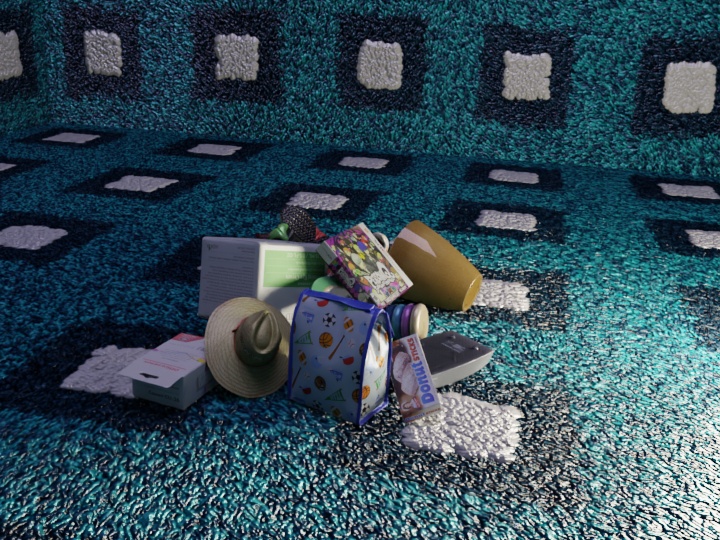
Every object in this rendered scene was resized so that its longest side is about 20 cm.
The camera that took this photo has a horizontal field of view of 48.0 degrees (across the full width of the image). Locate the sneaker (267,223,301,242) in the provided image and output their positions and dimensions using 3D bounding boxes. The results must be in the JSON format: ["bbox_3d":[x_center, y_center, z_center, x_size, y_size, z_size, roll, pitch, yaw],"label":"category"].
[{"bbox_3d":[-0.163,-0.034,1.891,0.076,0.200,0.084,-39,68,-5],"label":"sneaker"}]

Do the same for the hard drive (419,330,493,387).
[{"bbox_3d":[0.151,0.176,1.586,0.198,0.043,0.134,-15,25,-37],"label":"hard drive"}]

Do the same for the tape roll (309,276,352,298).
[{"bbox_3d":[-0.027,0.101,1.611,0.199,0.048,0.201,30,29,-18],"label":"tape roll"}]

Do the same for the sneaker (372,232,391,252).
[{"bbox_3d":[0.000,0.000,1.842,0.078,0.202,0.080,23,-16,20],"label":"sneaker"}]

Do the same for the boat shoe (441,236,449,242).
[{"bbox_3d":[0.212,-0.024,2.126,0.071,0.073,0.200,13,32,15],"label":"boat shoe"}]

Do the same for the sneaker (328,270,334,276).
[{"bbox_3d":[-0.086,0.016,1.858,0.078,0.202,0.075,30,-27,-24],"label":"sneaker"}]

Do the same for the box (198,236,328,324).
[{"bbox_3d":[-0.202,0.023,1.688,0.198,0.174,0.197,7,4,43],"label":"box"}]

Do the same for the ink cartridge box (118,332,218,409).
[{"bbox_3d":[-0.334,0.187,1.467,0.115,0.069,0.200,10,20,22],"label":"ink cartridge box"}]

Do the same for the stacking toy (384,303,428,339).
[{"bbox_3d":[0.042,0.109,1.728,0.197,0.087,0.085,2,18,22],"label":"stacking toy"}]

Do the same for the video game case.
[{"bbox_3d":[0.012,-0.005,1.709,0.182,0.036,0.200,50,28,5],"label":"video game case"}]

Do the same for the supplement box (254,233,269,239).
[{"bbox_3d":[-0.213,-0.043,2.127,0.107,0.062,0.200,-2,21,-14],"label":"supplement box"}]

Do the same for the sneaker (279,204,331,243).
[{"bbox_3d":[-0.123,-0.071,1.961,0.199,0.094,0.071,38,61,0],"label":"sneaker"}]

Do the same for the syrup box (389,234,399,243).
[{"bbox_3d":[0.119,-0.040,2.125,0.078,0.083,0.200,10,21,21],"label":"syrup box"}]

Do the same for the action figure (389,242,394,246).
[{"bbox_3d":[0.023,0.004,1.959,0.198,0.105,0.194,-26,20,16],"label":"action figure"}]

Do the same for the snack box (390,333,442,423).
[{"bbox_3d":[0.092,0.193,1.471,0.071,0.025,0.201,-18,34,2],"label":"snack box"}]

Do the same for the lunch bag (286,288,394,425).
[{"bbox_3d":[-0.034,0.141,1.428,0.168,0.203,0.123,12,22,29],"label":"lunch bag"}]

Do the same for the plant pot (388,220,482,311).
[{"bbox_3d":[0.179,0.010,1.895,0.198,0.188,0.186,28,29,22],"label":"plant pot"}]

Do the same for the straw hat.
[{"bbox_3d":[-0.184,0.123,1.472,0.199,0.085,0.204,14,57,-23],"label":"straw hat"}]
